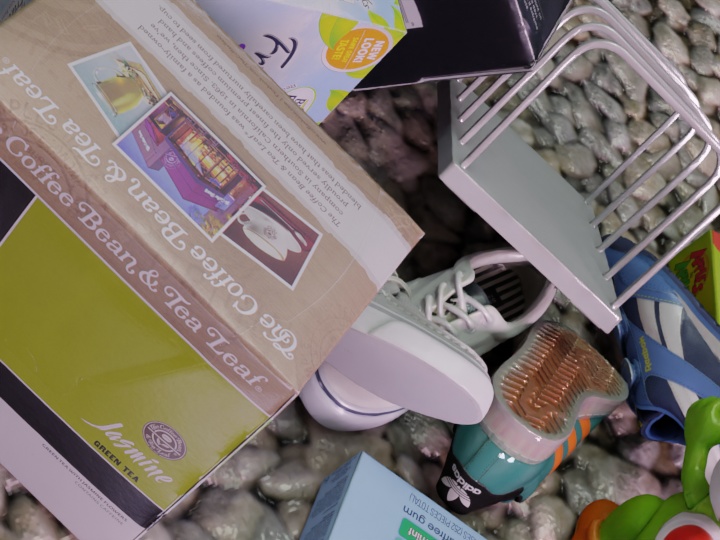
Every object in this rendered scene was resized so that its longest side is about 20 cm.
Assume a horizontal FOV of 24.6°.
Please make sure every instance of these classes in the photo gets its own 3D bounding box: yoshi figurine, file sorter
[{"bbox_3d":[0.212,0.132,0.935,0.111,0.200,0.113,17,52,-26],"label":"yoshi figurine"},{"bbox_3d":[0.138,-0.085,1.019,0.139,0.125,0.200,42,17,-13],"label":"file sorter"}]

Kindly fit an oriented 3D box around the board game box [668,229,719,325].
[{"bbox_3d":[0.310,0.059,1.167,0.198,0.048,0.103,24,49,-23],"label":"board game box"}]

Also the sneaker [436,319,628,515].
[{"bbox_3d":[0.097,0.087,0.978,0.071,0.080,0.200,45,23,12],"label":"sneaker"}]

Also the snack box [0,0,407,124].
[{"bbox_3d":[-0.103,-0.123,0.887,0.198,0.169,0.068,5,59,-34],"label":"snack box"}]

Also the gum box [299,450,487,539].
[{"bbox_3d":[0.027,0.221,0.845,0.169,0.045,0.201,36,47,-13],"label":"gum box"}]

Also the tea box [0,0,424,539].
[{"bbox_3d":[-0.115,-0.005,0.780,0.200,0.197,0.134,45,45,-4],"label":"tea box"}]

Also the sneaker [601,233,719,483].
[{"bbox_3d":[0.194,0.057,1.058,0.074,0.082,0.201,41,12,-50],"label":"sneaker"}]

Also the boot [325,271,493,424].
[{"bbox_3d":[0.000,0.000,0.898,0.198,0.074,0.096,28,64,16],"label":"boot"}]

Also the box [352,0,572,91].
[{"bbox_3d":[0.034,-0.214,1.014,0.197,0.198,0.125,-57,134,-45],"label":"box"}]

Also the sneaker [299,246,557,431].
[{"bbox_3d":[0.042,0.028,0.966,0.199,0.071,0.073,-30,81,-45],"label":"sneaker"}]
